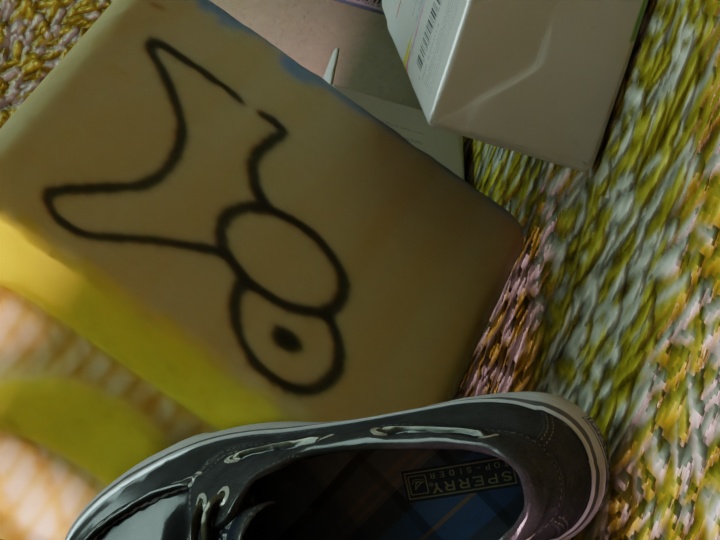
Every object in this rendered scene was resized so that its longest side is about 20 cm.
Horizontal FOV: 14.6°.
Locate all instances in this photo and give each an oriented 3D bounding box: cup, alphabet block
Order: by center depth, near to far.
[{"bbox_3d":[-0.081,0.040,1.063,0.196,0.195,0.200,-55,2,32],"label":"alphabet block"},{"bbox_3d":[-0.043,-0.116,1.472,0.200,0.143,0.200,-165,90,-80],"label":"cup"}]

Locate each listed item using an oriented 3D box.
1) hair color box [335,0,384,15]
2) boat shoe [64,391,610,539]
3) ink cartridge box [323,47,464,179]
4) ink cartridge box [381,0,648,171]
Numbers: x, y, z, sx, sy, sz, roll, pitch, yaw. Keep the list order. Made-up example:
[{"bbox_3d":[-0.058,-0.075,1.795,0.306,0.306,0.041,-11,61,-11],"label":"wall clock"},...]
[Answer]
[{"bbox_3d":[0.026,-0.227,1.381,0.061,0.099,0.200,131,153,-70],"label":"hair color box"},{"bbox_3d":[-0.019,0.084,0.900,0.066,0.200,0.070,-14,-87,-65],"label":"boat shoe"},{"bbox_3d":[0.000,0.000,1.258,0.200,0.067,0.117,-90,19,-55],"label":"ink cartridge box"},{"bbox_3d":[0.062,-0.125,1.096,0.200,0.067,0.117,-106,32,-71],"label":"ink cartridge box"}]
